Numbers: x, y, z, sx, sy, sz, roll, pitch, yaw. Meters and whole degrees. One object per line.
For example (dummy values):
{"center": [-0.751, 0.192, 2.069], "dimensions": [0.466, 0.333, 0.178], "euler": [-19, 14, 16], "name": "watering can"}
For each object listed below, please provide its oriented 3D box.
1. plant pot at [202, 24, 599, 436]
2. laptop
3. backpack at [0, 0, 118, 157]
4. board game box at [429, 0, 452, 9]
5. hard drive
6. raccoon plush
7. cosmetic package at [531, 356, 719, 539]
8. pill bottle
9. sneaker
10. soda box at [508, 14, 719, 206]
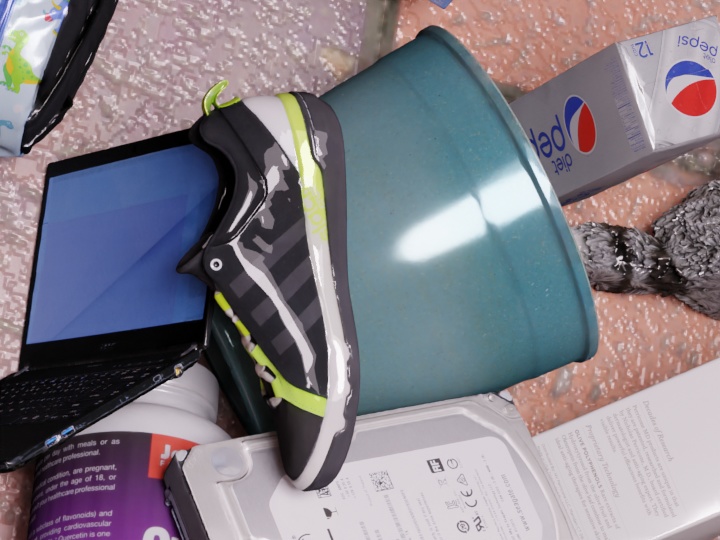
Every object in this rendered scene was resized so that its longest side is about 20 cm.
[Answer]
{"center": [0.000, 0.000, 1.342], "dimensions": [0.187, 0.200, 0.201], "euler": [-27, 91, -9], "name": "plant pot"}
{"center": [-0.166, 0.018, 1.260], "dimensions": [0.199, 0.177, 0.104], "euler": [-30, 103, -38], "name": "laptop"}
{"center": [-0.185, -0.159, 1.320], "dimensions": [0.152, 0.163, 0.202], "euler": [5, 85, -12], "name": "backpack"}
{"center": [-0.014, -0.251, 1.427], "dimensions": [0.199, 0.035, 0.136], "euler": [31, 44, -13], "name": "board game box"}
{"center": [0.014, 0.139, 1.252], "dimensions": [0.199, 0.038, 0.140], "euler": [-8, 58, -27], "name": "hard drive"}
{"center": [0.211, -0.053, 1.483], "dimensions": [0.199, 0.097, 0.135], "euler": [13, 68, -18], "name": "raccoon plush"}
{"center": [0.188, 0.106, 1.388], "dimensions": [0.199, 0.108, 0.085], "euler": [-24, 75, 0], "name": "cosmetic package"}
{"center": [-0.118, 0.148, 1.289], "dimensions": [0.112, 0.112, 0.201], "euler": [13, 61, -19], "name": "pill bottle"}
{"center": [-0.051, 0.008, 1.217], "dimensions": [0.082, 0.072, 0.202], "euler": [-4, 89, -15], "name": "sneaker"}
{"center": [0.135, -0.081, 1.394], "dimensions": [0.068, 0.200, 0.064], "euler": [-17, 86, -24], "name": "soda box"}
